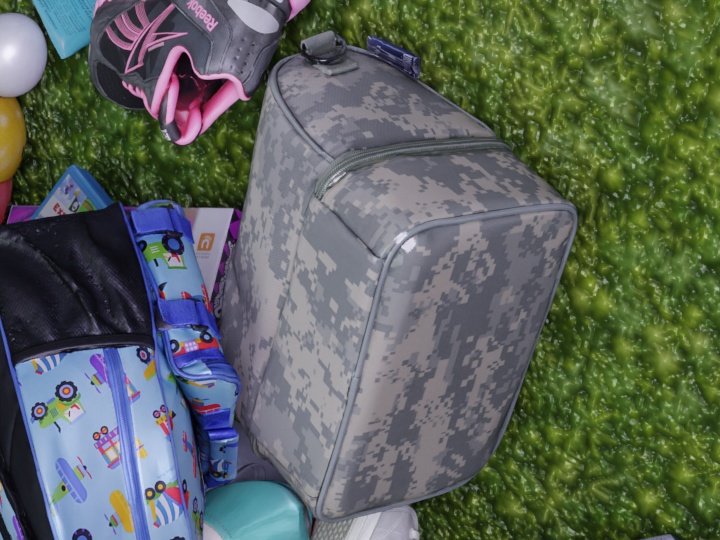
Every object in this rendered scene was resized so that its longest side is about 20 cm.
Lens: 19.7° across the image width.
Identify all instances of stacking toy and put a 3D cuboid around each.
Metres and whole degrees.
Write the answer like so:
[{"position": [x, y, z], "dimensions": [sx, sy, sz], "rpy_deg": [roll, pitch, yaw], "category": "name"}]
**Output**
[{"position": [-0.255, -0.076, 1.284], "dimensions": [0.146, 0.146, 0.200], "rpy_deg": [47, 117, 13], "category": "stacking toy"}]

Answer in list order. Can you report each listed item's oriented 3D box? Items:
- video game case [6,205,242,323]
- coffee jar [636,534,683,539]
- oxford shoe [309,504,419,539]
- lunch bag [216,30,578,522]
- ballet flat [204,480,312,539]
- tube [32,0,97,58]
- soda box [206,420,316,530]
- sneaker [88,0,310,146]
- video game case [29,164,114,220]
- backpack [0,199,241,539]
[{"position": [-0.157, 0.051, 1.234], "dimensions": [0.199, 0.036, 0.183], "rpy_deg": [3, 73, 41], "category": "video game case"}, {"position": [0.080, 0.203, 1.063], "dimensions": [0.198, 0.085, 0.105], "rpy_deg": [-10, 105, 1], "category": "coffee jar"}, {"position": [0.005, 0.164, 1.152], "dimensions": [0.075, 0.057, 0.202], "rpy_deg": [152, 133, -67], "category": "oxford shoe"}, {"position": [0.000, 0.000, 1.071], "dimensions": [0.168, 0.139, 0.201], "rpy_deg": [42, 131, 36], "category": "lunch bag"}, {"position": [-0.110, 0.174, 1.202], "dimensions": [0.199, 0.070, 0.068], "rpy_deg": [-23, 93, 43], "category": "ballet flat"}, {"position": [-0.132, -0.172, 1.169], "dimensions": [0.199, 0.050, 0.078], "rpy_deg": [-10, 110, 46], "category": "tube"}, {"position": [-0.109, 0.125, 1.275], "dimensions": [0.199, 0.068, 0.064], "rpy_deg": [26, 125, 30], "category": "soda box"}, {"position": [-0.100, -0.109, 1.109], "dimensions": [0.200, 0.079, 0.096], "rpy_deg": [-20, 53, 59], "category": "sneaker"}, {"position": [-0.196, 0.053, 1.228], "dimensions": [0.200, 0.018, 0.143], "rpy_deg": [-52, 46, 10], "category": "video game case"}, {"position": [-0.128, 0.089, 1.050], "dimensions": [0.183, 0.133, 0.201], "rpy_deg": [97, 156, -56], "category": "backpack"}]
